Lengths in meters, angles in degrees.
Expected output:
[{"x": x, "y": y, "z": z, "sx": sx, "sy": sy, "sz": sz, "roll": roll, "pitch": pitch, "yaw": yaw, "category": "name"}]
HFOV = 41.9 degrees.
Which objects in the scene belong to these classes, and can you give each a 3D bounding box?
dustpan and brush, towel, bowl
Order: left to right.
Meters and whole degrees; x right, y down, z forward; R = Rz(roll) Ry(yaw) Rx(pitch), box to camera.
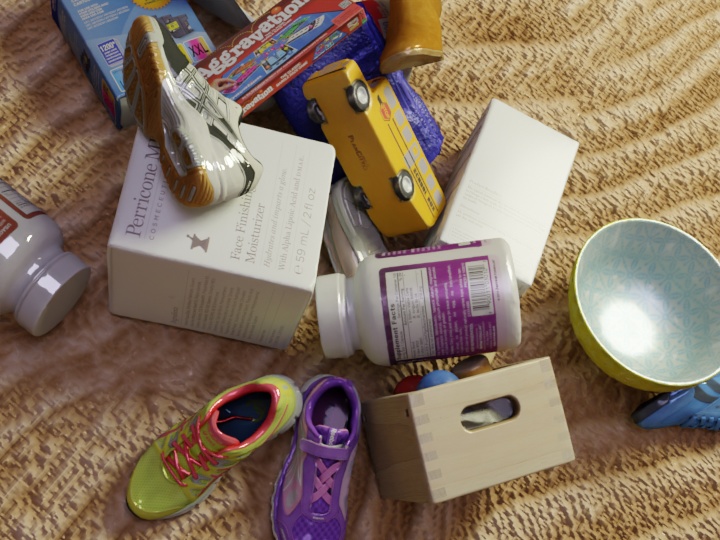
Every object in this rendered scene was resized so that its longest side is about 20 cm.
[{"x": -0.201, "y": -0.365, "z": 1.123, "sx": 0.198, "sy": 0.140, "sz": 0.058, "roll": 27, "pitch": 80, "yaw": 28, "category": "dustpan and brush"}, {"x": 0.001, "y": -0.176, "z": 1.052, "sx": 0.147, "sy": 0.049, "sz": 0.201, "roll": -42, "pitch": 117, "yaw": -11, "category": "towel"}, {"x": 0.318, "y": 0.054, "z": 1.076, "sx": 0.196, "sy": 0.108, "sz": 0.204, "roll": 5, "pitch": 63, "yaw": -9, "category": "bowl"}]

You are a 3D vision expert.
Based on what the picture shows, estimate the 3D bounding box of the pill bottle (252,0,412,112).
[{"x": -0.046, "y": -0.248, "z": 1.103, "sx": 0.197, "sy": 0.112, "sz": 0.114, "roll": -16, "pitch": 73, "yaw": -21, "category": "pill bottle"}]

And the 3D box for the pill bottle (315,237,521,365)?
[{"x": 0.057, "y": 0.035, "z": 0.944, "sx": 0.196, "sy": 0.113, "sz": 0.115, "roll": -7, "pitch": 68, "yaw": 4, "category": "pill bottle"}]

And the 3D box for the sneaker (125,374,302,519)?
[{"x": -0.147, "y": 0.163, "z": 0.902, "sx": 0.199, "sy": 0.090, "sz": 0.079, "roll": -39, "pitch": 81, "yaw": -6, "category": "sneaker"}]

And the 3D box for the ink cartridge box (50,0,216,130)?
[{"x": -0.266, "y": -0.281, "z": 1.078, "sx": 0.135, "sy": 0.077, "sz": 0.202, "roll": -27, "pitch": 76, "yaw": -23, "category": "ink cartridge box"}]

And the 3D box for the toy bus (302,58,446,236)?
[{"x": 0.018, "y": -0.132, "z": 1.001, "sx": 0.202, "sy": 0.064, "sz": 0.079, "roll": 61, "pitch": 41, "yaw": -25, "category": "toy bus"}]

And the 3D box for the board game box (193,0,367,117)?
[{"x": -0.098, "y": -0.232, "z": 0.998, "sx": 0.199, "sy": 0.020, "sz": 0.103, "roll": -40, "pitch": 49, "yaw": -11, "category": "board game box"}]

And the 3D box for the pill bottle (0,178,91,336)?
[{"x": -0.368, "y": -0.030, "z": 0.924, "sx": 0.199, "sy": 0.112, "sz": 0.113, "roll": 38, "pitch": 63, "yaw": 3, "category": "pill bottle"}]

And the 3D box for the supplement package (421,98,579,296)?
[{"x": 0.154, "y": -0.069, "z": 1.080, "sx": 0.115, "sy": 0.118, "sz": 0.203, "roll": 26, "pitch": 64, "yaw": -2, "category": "supplement package"}]

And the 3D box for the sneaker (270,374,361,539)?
[{"x": -0.038, "y": 0.192, "z": 0.936, "sx": 0.079, "sy": 0.089, "sz": 0.204, "roll": 12, "pitch": 66, "yaw": -11, "category": "sneaker"}]

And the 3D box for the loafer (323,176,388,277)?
[{"x": 0.000, "y": 0.000, "z": 1.047, "sx": 0.071, "sy": 0.062, "sz": 0.204, "roll": -13, "pitch": 85, "yaw": -49, "category": "loafer"}]

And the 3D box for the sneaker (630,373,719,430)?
[{"x": 0.406, "y": 0.156, "z": 1.086, "sx": 0.197, "sy": 0.066, "sz": 0.080, "roll": -17, "pitch": 77, "yaw": -21, "category": "sneaker"}]

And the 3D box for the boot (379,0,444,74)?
[{"x": 0.045, "y": -0.289, "z": 0.997, "sx": 0.069, "sy": 0.201, "sz": 0.147, "roll": -11, "pitch": 101, "yaw": 16, "category": "boot"}]

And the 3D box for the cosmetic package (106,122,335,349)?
[{"x": -0.144, "y": -0.041, "z": 0.959, "sx": 0.196, "sy": 0.165, "sz": 0.168, "roll": 12, "pitch": 63, "yaw": -10, "category": "cosmetic package"}]

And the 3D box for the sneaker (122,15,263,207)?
[{"x": -0.158, "y": -0.149, "z": 0.881, "sx": 0.087, "sy": 0.076, "sz": 0.203, "roll": -12, "pitch": 70, "yaw": -38, "category": "sneaker"}]

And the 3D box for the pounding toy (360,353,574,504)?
[{"x": 0.112, "y": 0.138, "z": 0.962, "sx": 0.196, "sy": 0.184, "sz": 0.145, "roll": -12, "pitch": 83, "yaw": -19, "category": "pounding toy"}]
